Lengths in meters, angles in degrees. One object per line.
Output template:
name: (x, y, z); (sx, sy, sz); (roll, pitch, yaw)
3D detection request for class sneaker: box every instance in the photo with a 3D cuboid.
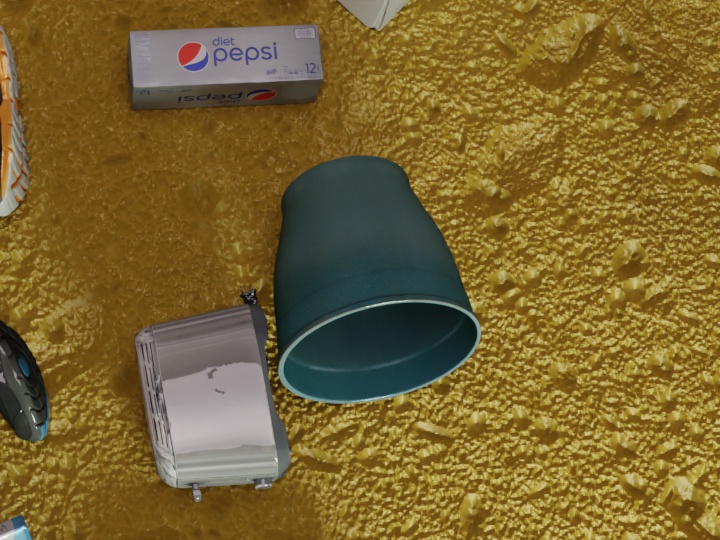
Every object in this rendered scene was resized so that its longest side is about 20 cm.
sneaker: (-0.378, -0.146, 1.605); (0.076, 0.078, 0.202); (-9, 69, -5)
sneaker: (-0.367, 0.081, 1.530); (0.081, 0.073, 0.201); (-28, 100, 4)

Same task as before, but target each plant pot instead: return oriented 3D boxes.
plant pot: (0.000, 0.000, 1.571); (0.198, 0.201, 0.190); (-7, 61, -12)

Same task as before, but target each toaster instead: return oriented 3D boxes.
toaster: (-0.145, 0.117, 1.544); (0.128, 0.114, 0.202); (-9, 77, -10)

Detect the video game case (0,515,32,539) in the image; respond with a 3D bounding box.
video game case: (-0.379, 0.307, 1.438); (0.198, 0.144, 0.018); (-23, 46, -16)

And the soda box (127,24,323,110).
soda box: (-0.141, -0.210, 1.663); (0.198, 0.068, 0.064); (-4, 76, -10)

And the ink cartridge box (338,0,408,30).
ink cartridge box: (0.032, -0.385, 1.736); (0.146, 0.084, 0.200); (40, 71, 3)
